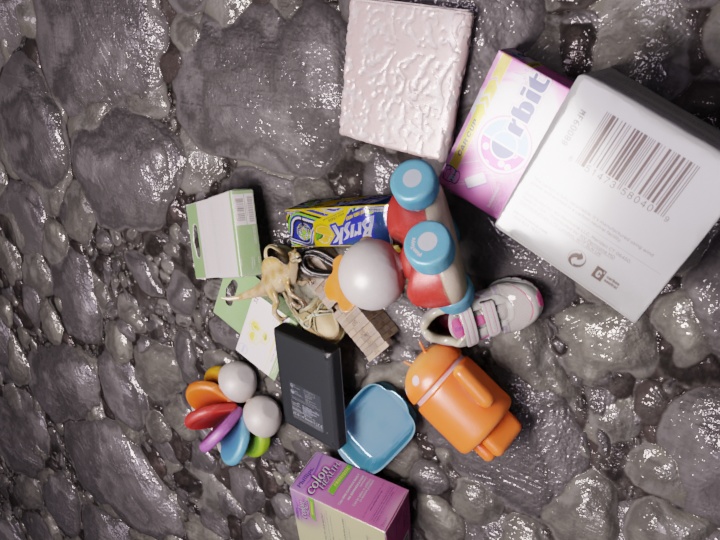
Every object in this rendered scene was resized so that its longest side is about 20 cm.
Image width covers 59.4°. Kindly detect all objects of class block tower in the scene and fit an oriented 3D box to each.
[{"bbox_3d":[-0.019,0.051,1.057,0.201,0.058,0.054,52,125,8],"label":"block tower"}]

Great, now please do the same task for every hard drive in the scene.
[{"bbox_3d":[-0.088,0.204,1.112,0.138,0.033,0.204,18,124,36],"label":"hard drive"}]

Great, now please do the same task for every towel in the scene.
[{"bbox_3d":[0.060,-0.275,0.905,0.188,0.032,0.204,19,116,26],"label":"towel"}]

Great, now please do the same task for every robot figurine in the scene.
[{"bbox_3d":[0.148,0.196,0.967,0.200,0.144,0.117,44,102,10],"label":"robot figurine"}]

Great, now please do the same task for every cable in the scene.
[{"bbox_3d":[0.000,0.000,1.012,0.196,0.050,0.099,-1,112,19],"label":"cable"}]

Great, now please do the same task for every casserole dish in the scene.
[{"bbox_3d":[0.027,0.275,1.118,0.121,0.039,0.201,44,123,12],"label":"casserole dish"}]

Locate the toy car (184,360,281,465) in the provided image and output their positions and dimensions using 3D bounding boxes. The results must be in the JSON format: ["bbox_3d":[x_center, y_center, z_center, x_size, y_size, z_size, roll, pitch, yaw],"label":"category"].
[{"bbox_3d":[-0.265,0.292,1.238,0.175,0.149,0.201,-41,84,35],"label":"toy car"}]

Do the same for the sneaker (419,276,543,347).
[{"bbox_3d":[0.171,0.072,0.924,0.198,0.088,0.083,-20,96,35],"label":"sneaker"}]

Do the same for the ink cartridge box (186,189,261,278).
[{"bbox_3d":[-0.250,-0.061,1.146,0.198,0.047,0.149,-3,95,55],"label":"ink cartridge box"}]

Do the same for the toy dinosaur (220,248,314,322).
[{"bbox_3d":[-0.137,0.029,1.041,0.199,0.058,0.102,-32,94,37],"label":"toy dinosaur"}]

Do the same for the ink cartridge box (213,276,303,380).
[{"bbox_3d":[-0.205,0.090,1.192,0.198,0.048,0.147,34,122,15],"label":"ink cartridge box"}]

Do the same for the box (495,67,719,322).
[{"bbox_3d":[0.302,-0.096,0.732,0.198,0.171,0.202,36,123,16],"label":"box"}]

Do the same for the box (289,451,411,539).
[{"bbox_3d":[-0.014,0.457,1.152,0.197,0.097,0.179,13,127,27],"label":"box"}]

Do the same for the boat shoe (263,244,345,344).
[{"bbox_3d":[-0.099,0.041,1.085,0.073,0.063,0.203,-33,83,5],"label":"boat shoe"}]

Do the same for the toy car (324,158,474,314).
[{"bbox_3d":[0.036,-0.020,0.857,0.196,0.184,0.180,-17,64,12],"label":"toy car"}]

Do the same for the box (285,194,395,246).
[{"bbox_3d":[-0.019,-0.078,1.001,0.197,0.070,0.066,0,109,32],"label":"box"}]

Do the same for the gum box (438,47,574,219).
[{"bbox_3d":[0.194,-0.171,0.836,0.113,0.066,0.202,34,122,16],"label":"gum box"}]
